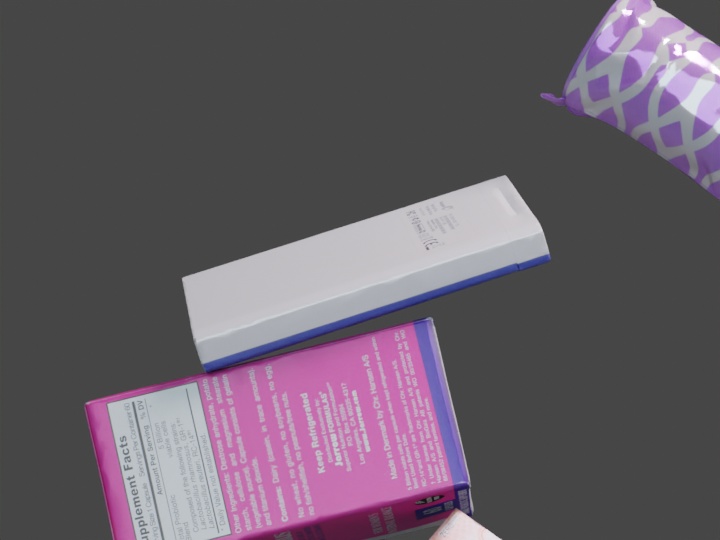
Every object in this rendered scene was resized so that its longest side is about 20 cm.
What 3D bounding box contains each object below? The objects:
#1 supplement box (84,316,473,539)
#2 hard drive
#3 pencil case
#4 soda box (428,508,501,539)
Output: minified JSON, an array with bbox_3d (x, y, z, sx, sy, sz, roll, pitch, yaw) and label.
[{"bbox_3d":[-0.044,0.106,1.614,0.200,0.101,0.104,-13,75,1],"label":"supplement box"},{"bbox_3d":[0.000,0.000,1.630,0.200,0.132,0.025,-18,106,-2],"label":"hard drive"},{"bbox_3d":[0.210,-0.078,1.663,0.200,0.084,0.086,37,103,14],"label":"pencil case"},{"bbox_3d":[0.018,0.225,1.557,0.068,0.064,0.200,35,54,11],"label":"soda box"}]
